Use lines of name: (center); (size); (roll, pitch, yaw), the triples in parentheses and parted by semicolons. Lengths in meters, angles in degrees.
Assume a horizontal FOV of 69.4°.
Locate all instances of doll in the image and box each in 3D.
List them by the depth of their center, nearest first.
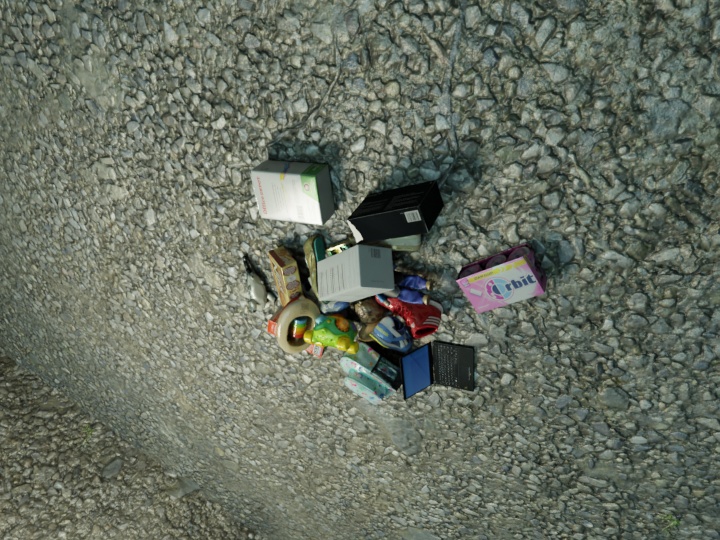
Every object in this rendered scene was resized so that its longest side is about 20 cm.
doll: (0.098, 0.034, 1.426); (0.198, 0.048, 0.138); (11, 86, 20)

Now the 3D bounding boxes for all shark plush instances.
shark plush: (-0.362, 0.053, 1.712); (0.083, 0.091, 0.201); (22, 144, 53)

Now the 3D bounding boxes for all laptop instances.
laptop: (0.232, 0.313, 1.558); (0.198, 0.103, 0.178); (8, 127, 23)

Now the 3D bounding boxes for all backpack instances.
backpack: (0.028, 0.320, 1.637); (0.200, 0.151, 0.178); (39, 158, 5)

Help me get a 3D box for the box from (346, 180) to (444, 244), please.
box: (0.087, -0.142, 1.280); (0.199, 0.141, 0.079); (-7, 122, 32)

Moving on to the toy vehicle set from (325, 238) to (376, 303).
toy vehicle set: (0.000, 0.000, 1.505); (0.124, 0.027, 0.201); (-19, 113, 36)

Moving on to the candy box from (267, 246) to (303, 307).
candy box: (-0.223, 0.041, 1.597); (0.115, 0.055, 0.201); (42, 147, 49)

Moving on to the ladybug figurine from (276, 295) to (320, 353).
ladybug figurine: (-0.190, 0.156, 1.560); (0.135, 0.072, 0.201); (0, 122, -27)

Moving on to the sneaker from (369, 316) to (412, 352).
sneaker: (0.107, 0.182, 1.505); (0.074, 0.200, 0.083); (32, 95, 31)

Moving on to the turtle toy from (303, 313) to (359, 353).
turtle toy: (-0.069, 0.184, 1.544); (0.145, 0.102, 0.200); (9, 169, 22)

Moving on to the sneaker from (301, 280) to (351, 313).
sneaker: (-0.112, 0.074, 1.568); (0.199, 0.075, 0.089); (1, 112, 42)

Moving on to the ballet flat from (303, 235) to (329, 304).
ballet flat: (-0.128, 0.000, 1.516); (0.070, 0.071, 0.202); (-8, 93, 32)

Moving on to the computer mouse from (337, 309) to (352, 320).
computer mouse: (-0.062, 0.113, 1.616); (0.058, 0.034, 0.201); (9, 126, 23)

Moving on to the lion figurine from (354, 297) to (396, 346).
lion figurine: (0.031, 0.162, 1.542); (0.073, 0.122, 0.201); (-126, 37, -46)

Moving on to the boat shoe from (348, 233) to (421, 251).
boat shoe: (0.065, -0.075, 1.382); (0.198, 0.074, 0.070); (0, 122, 23)

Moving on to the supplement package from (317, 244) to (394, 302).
supplement package: (-0.017, 0.012, 1.375); (0.199, 0.113, 0.111); (-19, 70, 51)

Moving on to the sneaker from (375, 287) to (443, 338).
sneaker: (0.131, 0.115, 1.441); (0.198, 0.116, 0.079); (14, 128, 3)

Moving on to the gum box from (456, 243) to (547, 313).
gum box: (0.358, 0.021, 1.304); (0.199, 0.066, 0.114); (-23, 112, 37)

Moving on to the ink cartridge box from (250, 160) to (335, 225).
ink cartridge box: (-0.181, -0.213, 1.408); (0.198, 0.084, 0.146); (9, 126, 22)

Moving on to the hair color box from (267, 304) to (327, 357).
hair color box: (-0.188, 0.186, 1.683); (0.199, 0.111, 0.064); (25, 131, 9)
